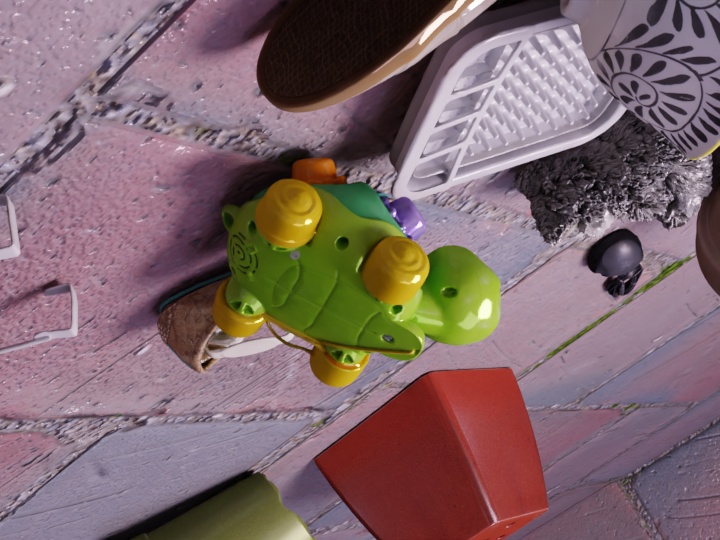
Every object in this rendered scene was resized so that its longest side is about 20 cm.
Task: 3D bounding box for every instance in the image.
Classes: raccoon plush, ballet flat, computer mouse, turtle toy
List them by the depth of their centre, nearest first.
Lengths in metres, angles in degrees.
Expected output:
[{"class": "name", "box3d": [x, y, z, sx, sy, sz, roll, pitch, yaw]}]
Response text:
[{"class": "turtle toy", "box3d": [0.000, 0.000, 0.823, 0.146, 0.200, 0.101, -57, -172, 49]}, {"class": "ballet flat", "box3d": [-0.050, 0.015, 0.907, 0.200, 0.065, 0.071, -29, 159, 0]}, {"class": "raccoon plush", "box3d": [0.199, -0.104, 0.960, 0.134, 0.097, 0.200, -10, 134, -18]}, {"class": "computer mouse", "box3d": [0.283, 0.003, 1.339, 0.059, 0.034, 0.200, -32, 159, 6]}]

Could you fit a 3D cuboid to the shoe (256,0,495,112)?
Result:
[{"class": "shoe", "box3d": [0.035, -0.143, 0.647, 0.200, 0.070, 0.053, -34, 156, 13]}]

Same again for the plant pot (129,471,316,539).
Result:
[{"class": "plant pot", "box3d": [-0.149, 0.325, 1.360, 0.190, 0.200, 0.200, -38, 161, -14]}]

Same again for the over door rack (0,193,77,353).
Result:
[{"class": "over door rack", "box3d": [-0.265, 0.049, 0.714, 0.200, 0.067, 0.148, -25, 159, -9]}]

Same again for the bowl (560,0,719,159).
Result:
[{"class": "bowl", "box3d": [0.166, -0.169, 0.668, 0.094, 0.201, 0.201, 16, 150, -2]}]

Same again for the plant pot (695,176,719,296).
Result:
[{"class": "plant pot", "box3d": [0.420, -0.073, 1.162, 0.200, 0.200, 0.175, -26, 142, -7]}]

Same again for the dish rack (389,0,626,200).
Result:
[{"class": "dish rack", "box3d": [0.111, -0.128, 0.817, 0.200, 0.044, 0.172, -18, 156, -25]}]

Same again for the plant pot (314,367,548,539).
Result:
[{"class": "plant pot", "box3d": [0.105, 0.244, 1.464, 0.200, 0.177, 0.200, -41, 156, 27]}]
